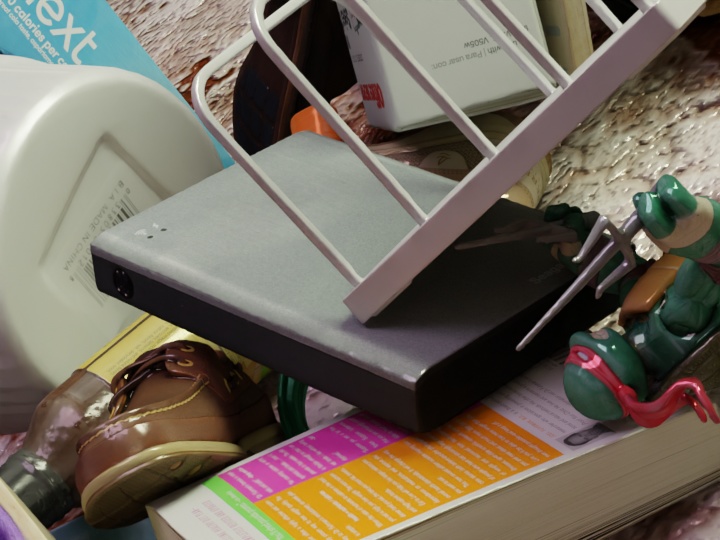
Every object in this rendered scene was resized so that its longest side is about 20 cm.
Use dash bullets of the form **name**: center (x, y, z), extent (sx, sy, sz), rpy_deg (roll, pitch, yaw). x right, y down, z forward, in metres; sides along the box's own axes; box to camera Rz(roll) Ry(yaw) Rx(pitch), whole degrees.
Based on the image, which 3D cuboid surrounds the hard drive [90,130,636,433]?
- **hard drive**: center (0.000, 0.000, 0.991), extent (0.199, 0.033, 0.139), rpy_deg (22, 38, 40)

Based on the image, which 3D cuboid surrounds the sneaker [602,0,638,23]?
- **sneaker**: center (0.186, -0.175, 1.152), extent (0.104, 0.060, 0.199), rpy_deg (-53, 25, -19)

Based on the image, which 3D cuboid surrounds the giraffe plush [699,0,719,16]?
- **giraffe plush**: center (0.225, -0.125, 0.944), extent (0.162, 0.172, 0.201), rpy_deg (-36, 23, 37)

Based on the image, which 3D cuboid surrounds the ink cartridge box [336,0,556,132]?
- **ink cartridge box**: center (0.023, -0.171, 1.112), extent (0.083, 0.201, 0.147), rpy_deg (-16, 5, -3)

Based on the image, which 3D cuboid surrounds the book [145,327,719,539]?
- **book**: center (0.027, 0.083, 0.907), extent (0.199, 0.048, 0.134), rpy_deg (-23, 22, -15)

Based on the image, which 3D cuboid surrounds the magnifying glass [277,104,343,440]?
- **magnifying glass**: center (-0.009, 0.007, 1.079), extent (0.079, 0.022, 0.201), rpy_deg (-26, 55, 23)

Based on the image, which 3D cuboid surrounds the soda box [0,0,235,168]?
- **soda box**: center (-0.155, -0.103, 1.312), extent (0.068, 0.200, 0.064), rpy_deg (-47, 28, -16)

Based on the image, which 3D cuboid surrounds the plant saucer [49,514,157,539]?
- **plant saucer**: center (-0.144, 0.190, 1.040), extent (0.199, 0.027, 0.201), rpy_deg (-30, 27, 17)

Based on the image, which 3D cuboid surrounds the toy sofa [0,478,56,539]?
- **toy sofa**: center (-0.143, 0.158, 0.953), extent (0.083, 0.098, 0.200), rpy_deg (-42, 28, -8)

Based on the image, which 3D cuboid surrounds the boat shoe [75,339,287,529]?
- **boat shoe**: center (-0.085, 0.068, 1.003), extent (0.072, 0.068, 0.200), rpy_deg (-26, -6, 10)

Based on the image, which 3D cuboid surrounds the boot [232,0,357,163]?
- **boot**: center (-0.012, -0.108, 1.239), extent (0.096, 0.201, 0.075), rpy_deg (-4, 27, -23)

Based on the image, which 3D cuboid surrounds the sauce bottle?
- **sauce bottle**: center (-0.115, 0.069, 1.112), extent (0.200, 0.065, 0.065), rpy_deg (-40, 24, -28)

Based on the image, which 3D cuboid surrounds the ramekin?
- **ramekin**: center (-0.155, -0.014, 1.188), extent (0.097, 0.201, 0.201), rpy_deg (0, 45, 41)

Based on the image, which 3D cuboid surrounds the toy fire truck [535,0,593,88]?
- **toy fire truck**: center (0.105, -0.191, 1.118), extent (0.201, 0.128, 0.176), rpy_deg (-57, 1, -6)

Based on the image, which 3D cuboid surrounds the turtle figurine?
- **turtle figurine**: center (0.125, -0.006, 0.883), extent (0.200, 0.101, 0.150), rpy_deg (-38, 11, -20)

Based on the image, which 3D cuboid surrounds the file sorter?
- **file sorter**: center (0.046, -0.105, 0.902), extent (0.200, 0.125, 0.139), rpy_deg (-44, 0, 41)

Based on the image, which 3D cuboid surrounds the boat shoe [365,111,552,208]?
- **boat shoe**: center (-0.001, -0.022, 1.140), extent (0.199, 0.071, 0.065), rpy_deg (-19, 32, 31)
